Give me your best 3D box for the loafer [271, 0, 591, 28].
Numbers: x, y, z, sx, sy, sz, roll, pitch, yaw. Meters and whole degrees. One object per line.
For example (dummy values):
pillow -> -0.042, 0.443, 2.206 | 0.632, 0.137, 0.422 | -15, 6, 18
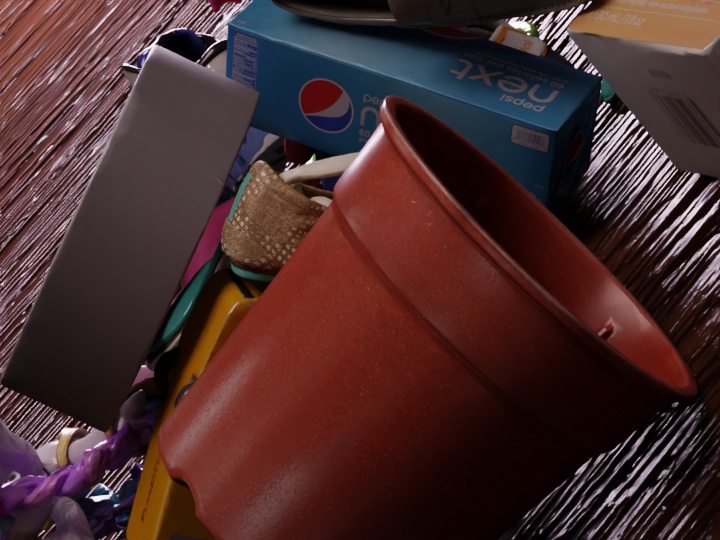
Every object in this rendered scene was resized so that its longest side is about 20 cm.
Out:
loafer -> 0.040, -0.155, 1.579 | 0.199, 0.070, 0.070 | 3, 40, 38

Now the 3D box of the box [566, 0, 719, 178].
box -> 0.232, -0.149, 1.515 | 0.200, 0.106, 0.152 | -47, 22, -11

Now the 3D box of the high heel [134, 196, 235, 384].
high heel -> -0.070, 0.024, 1.788 | 0.096, 0.067, 0.201 | -7, 45, 40

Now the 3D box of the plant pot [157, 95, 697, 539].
plant pot -> 0.020, 0.057, 1.404 | 0.195, 0.201, 0.201 | -46, 20, 11

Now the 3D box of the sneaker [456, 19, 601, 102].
sneaker -> 0.061, -0.101, 1.737 | 0.079, 0.079, 0.200 | -54, 16, -24

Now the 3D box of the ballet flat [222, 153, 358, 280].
ballet flat -> 0.029, -0.026, 1.515 | 0.070, 0.199, 0.066 | -141, 55, -63

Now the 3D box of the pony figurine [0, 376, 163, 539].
pony figurine -> -0.196, 0.134, 1.688 | 0.200, 0.167, 0.193 | -30, 10, 45

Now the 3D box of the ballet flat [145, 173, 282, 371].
ballet flat -> -0.064, 0.017, 1.620 | 0.070, 0.069, 0.200 | -58, 4, -35

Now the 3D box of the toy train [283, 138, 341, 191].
toy train -> 0.000, 0.000, 1.650 | 0.084, 0.116, 0.200 | 2, 36, -5

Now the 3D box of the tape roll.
tape roll -> -0.123, -0.017, 1.590 | 0.200, 0.066, 0.201 | -156, 90, -86

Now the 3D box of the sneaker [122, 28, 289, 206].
sneaker -> -0.104, -0.089, 1.901 | 0.080, 0.115, 0.199 | -29, -12, -36

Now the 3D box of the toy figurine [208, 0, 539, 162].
toy figurine -> -0.015, -0.172, 1.877 | 0.199, 0.184, 0.150 | -19, 31, 45

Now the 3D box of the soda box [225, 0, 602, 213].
soda box -> 0.027, -0.095, 1.631 | 0.199, 0.064, 0.068 | 20, 38, 18

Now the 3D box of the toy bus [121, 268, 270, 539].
toy bus -> -0.074, 0.103, 1.539 | 0.065, 0.078, 0.201 | -134, 57, -68

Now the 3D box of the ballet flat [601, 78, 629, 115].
ballet flat -> 0.192, -0.178, 1.673 | 0.070, 0.065, 0.201 | -154, 80, -71
